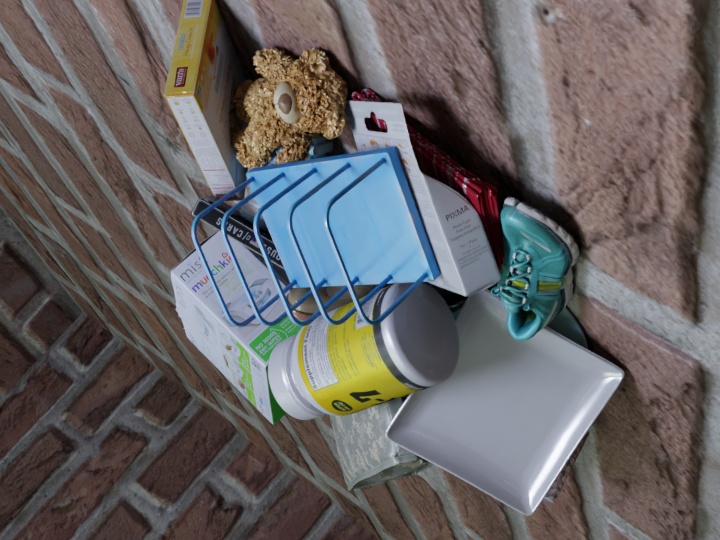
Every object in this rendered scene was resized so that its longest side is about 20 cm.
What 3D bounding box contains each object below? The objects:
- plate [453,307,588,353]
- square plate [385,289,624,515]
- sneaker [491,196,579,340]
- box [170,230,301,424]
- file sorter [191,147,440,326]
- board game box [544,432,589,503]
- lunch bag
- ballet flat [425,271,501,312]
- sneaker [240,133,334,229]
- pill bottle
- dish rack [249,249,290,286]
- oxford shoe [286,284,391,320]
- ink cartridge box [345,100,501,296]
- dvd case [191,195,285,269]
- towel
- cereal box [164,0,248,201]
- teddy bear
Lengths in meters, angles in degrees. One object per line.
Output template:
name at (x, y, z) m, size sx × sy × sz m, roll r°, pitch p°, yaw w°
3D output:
plate at (0.165, 0.074, 1.331) m, size 0.199 × 0.026 × 0.201 m, roll 24°, pitch 143°, yaw 19°
square plate at (0.157, 0.144, 1.281) m, size 0.197 × 0.201 × 0.028 m, roll 29°, pitch -168°, yaw -10°
sneaker at (0.170, 0.004, 1.157) m, size 0.077 × 0.080 × 0.201 m, roll 31°, pitch 158°, yaw 31°
box at (-0.142, 0.075, 1.464) m, size 0.176 × 0.097 × 0.201 m, roll 43°, pitch 160°, yaw 19°
file sorter at (-0.051, -0.024, 1.154) m, size 0.199 × 0.123 × 0.140 m, roll -3°, pitch 116°, yaw 42°
board game box at (0.167, 0.198, 1.482) m, size 0.159 × 0.097 × 0.200 m, roll 31°, pitch 174°, yaw -12°
lunch bag at (0.029, 0.164, 1.398) m, size 0.200 × 0.116 × 0.166 m, roll 120°, pitch 138°, yaw -71°
ballet flat at (0.097, 0.017, 1.278) m, size 0.200 × 0.057 × 0.067 m, roll -38°, pitch 78°, yaw 43°
sneaker at (-0.034, -0.101, 1.363) m, size 0.198 × 0.132 × 0.079 m, roll 10°, pitch -170°, yaw -28°
pill bottle at (-0.001, 0.092, 1.252) m, size 0.199 × 0.115 × 0.114 m, roll -24°, pitch 117°, yaw 40°
dish rack at (-0.110, 0.036, 1.538) m, size 0.171 × 0.043 × 0.201 m, roll 42°, pitch 160°, yaw 28°
oxford shoe at (0.000, 0.000, 1.341) m, size 0.070 × 0.199 × 0.075 m, roll 46°, pitch 142°, yaw 35°
ink cartridge box at (0.058, -0.082, 1.170) m, size 0.160 × 0.047 × 0.202 m, roll 23°, pitch 135°, yaw 67°
dvd case at (-0.125, -0.042, 1.385) m, size 0.149 × 0.025 × 0.200 m, roll 30°, pitch -178°, yaw -5°
towel at (0.073, -0.093, 1.194) m, size 0.200 × 0.022 × 0.145 m, roll 43°, pitch 166°, yaw 31°
cereal box at (-0.166, -0.193, 1.324) m, size 0.039 × 0.145 × 0.201 m, roll -2°, pitch 150°, yaw 11°
teddy bear at (-0.091, -0.171, 1.249) m, size 0.066 × 0.147 × 0.199 m, roll 9°, pitch -172°, yaw -32°
